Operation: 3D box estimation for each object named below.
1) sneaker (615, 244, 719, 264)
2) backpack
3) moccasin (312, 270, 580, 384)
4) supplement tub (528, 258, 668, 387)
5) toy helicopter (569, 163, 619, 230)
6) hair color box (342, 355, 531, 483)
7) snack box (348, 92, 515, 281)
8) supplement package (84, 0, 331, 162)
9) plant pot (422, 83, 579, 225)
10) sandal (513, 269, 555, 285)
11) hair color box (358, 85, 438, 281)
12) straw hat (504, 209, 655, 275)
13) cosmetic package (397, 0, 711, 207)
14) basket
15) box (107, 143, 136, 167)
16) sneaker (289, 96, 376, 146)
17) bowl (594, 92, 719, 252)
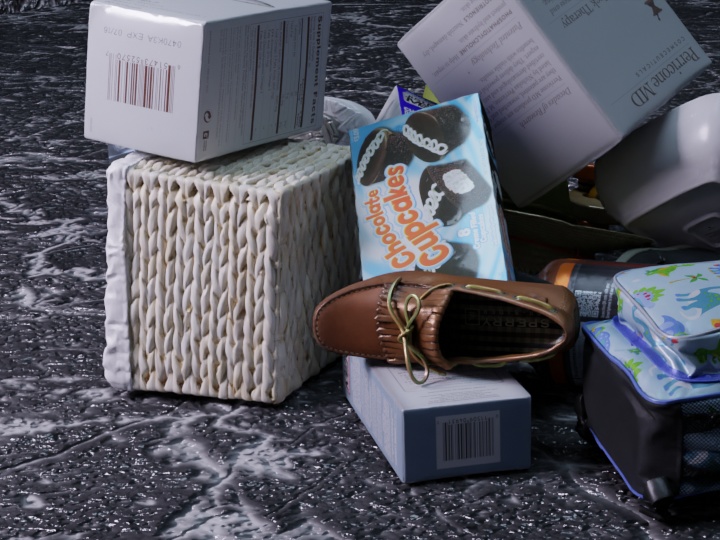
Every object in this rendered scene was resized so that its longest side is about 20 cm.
[{"bbox_3d":[0.299,0.016,1.604,0.106,0.075,0.200,6,16,37],"label":"sneaker"},{"bbox_3d":[0.272,0.075,1.286,0.199,0.147,0.183,-2,18,-11],"label":"backpack"},{"bbox_3d":[0.061,0.043,1.341,0.201,0.074,0.078,6,12,14],"label":"moccasin"},{"bbox_3d":[0.207,0.045,1.466,0.200,0.107,0.107,5,17,20],"label":"supplement tub"},{"bbox_3d":[0.315,-0.065,1.894,0.199,0.079,0.132,2,15,-7],"label":"toy helicopter"},{"bbox_3d":[0.055,0.095,1.391,0.099,0.061,0.200,-5,17,-12],"label":"hair color box"},{"bbox_3d":[0.056,-0.044,1.453,0.116,0.037,0.200,-16,52,12],"label":"snack box"},{"bbox_3d":[-0.125,-0.171,1.520,0.117,0.118,0.200,13,18,26],"label":"supplement package"},{"bbox_3d":[0.130,-0.141,1.843,0.199,0.190,0.200,5,-12,1],"label":"plant pot"},{"bbox_3d":[0.087,0.005,1.455,0.200,0.048,0.075,18,57,47],"label":"sandal"},{"bbox_3d":[0.042,-0.073,1.661,0.065,0.109,0.200,20,29,-18],"label":"hair color box"},{"bbox_3d":[0.166,-0.005,1.666,0.201,0.085,0.201,11,0,0],"label":"straw hat"},{"bbox_3d":[0.181,-0.203,1.695,0.167,0.200,0.166,-38,1,-38],"label":"cosmetic package"},{"bbox_3d":[-0.103,-0.006,1.527,0.160,0.201,0.198,9,18,20],"label":"basket"},{"bbox_3d":[-0.163,-0.064,1.712,0.043,0.201,0.160,9,19,38],"label":"box"},{"bbox_3d":[-0.046,-0.130,1.765,0.099,0.078,0.200,-13,3,-44],"label":"sneaker"},{"bbox_3d":[0.335,-0.065,1.692,0.199,0.075,0.200,28,-33,-25],"label":"bowl"}]
